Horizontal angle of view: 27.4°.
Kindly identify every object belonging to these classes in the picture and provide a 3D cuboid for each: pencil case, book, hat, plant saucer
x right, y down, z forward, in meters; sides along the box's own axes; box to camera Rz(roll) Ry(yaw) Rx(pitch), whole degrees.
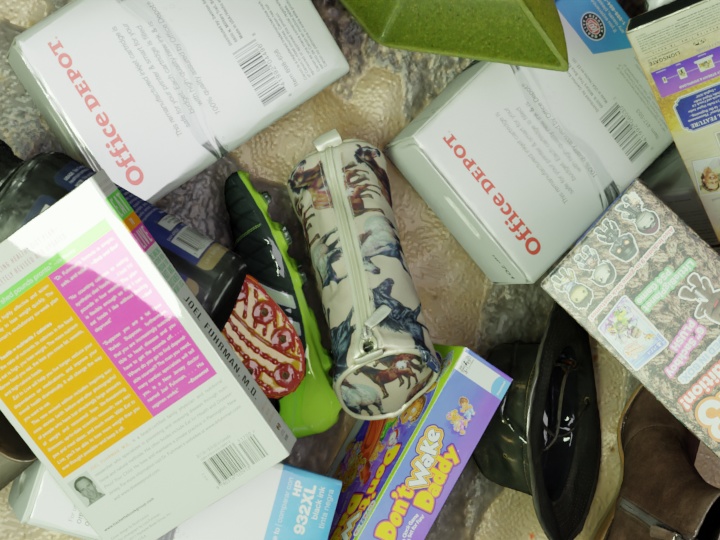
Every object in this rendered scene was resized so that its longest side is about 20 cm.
[{"bbox_3d":[0.000,0.000,1.057,0.077,0.090,0.202,-11,58,-5],"label":"pencil case"},{"bbox_3d":[-0.148,0.059,0.886,0.133,0.048,0.201,-32,99,15],"label":"book"},{"bbox_3d":[0.125,0.117,1.127,0.080,0.200,0.204,0,89,21],"label":"hat"},{"bbox_3d":[0.037,-0.226,1.021,0.200,0.199,0.048,45,71,-41],"label":"plant saucer"}]

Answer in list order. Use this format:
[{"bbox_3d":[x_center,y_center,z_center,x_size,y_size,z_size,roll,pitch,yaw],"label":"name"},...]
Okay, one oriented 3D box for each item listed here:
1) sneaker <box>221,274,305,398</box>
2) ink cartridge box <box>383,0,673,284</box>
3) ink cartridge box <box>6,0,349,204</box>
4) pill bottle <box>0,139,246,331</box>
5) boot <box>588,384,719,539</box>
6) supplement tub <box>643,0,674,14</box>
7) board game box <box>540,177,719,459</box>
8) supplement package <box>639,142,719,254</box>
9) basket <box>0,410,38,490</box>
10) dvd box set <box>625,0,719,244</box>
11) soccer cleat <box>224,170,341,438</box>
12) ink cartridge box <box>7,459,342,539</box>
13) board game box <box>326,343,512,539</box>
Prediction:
[{"bbox_3d":[-0.122,0.022,1.049,0.199,0.077,0.073,34,80,3],"label":"sneaker"},{"bbox_3d":[0.139,-0.109,1.143,0.200,0.086,0.147,-43,101,-12],"label":"ink cartridge box"},{"bbox_3d":[-0.132,-0.148,1.057,0.199,0.084,0.145,-35,99,-17],"label":"ink cartridge box"},{"bbox_3d":[-0.182,-0.006,0.955,0.198,0.112,0.113,30,80,1],"label":"pill bottle"},{"bbox_3d":[0.246,0.163,1.129,0.072,0.166,0.202,26,82,-12],"label":"boot"},{"bbox_3d":[0.287,-0.208,1.128,0.121,0.200,0.124,8,114,17],"label":"supplement tub"},{"bbox_3d":[0.232,0.040,1.034,0.200,0.159,0.097,44,99,5],"label":"board game box"},{"bbox_3d":[0.331,-0.032,1.186,0.200,0.120,0.122,44,76,-12],"label":"supplement package"},{"bbox_3d":[-0.306,0.115,0.926,0.198,0.136,0.182,-28,102,13],"label":"basket"},{"bbox_3d":[0.291,-0.111,1.037,0.145,0.029,0.201,-20,112,26],"label":"dvd box set"},{"bbox_3d":[-0.073,0.029,1.086,0.080,0.068,0.203,-19,94,-1],"label":"soccer cleat"},{"bbox_3d":[-0.131,0.152,1.019,0.198,0.145,0.085,19,82,-16],"label":"ink cartridge box"},{"bbox_3d":[0.020,0.150,1.074,0.044,0.134,0.202,33,79,-15],"label":"board game box"}]
